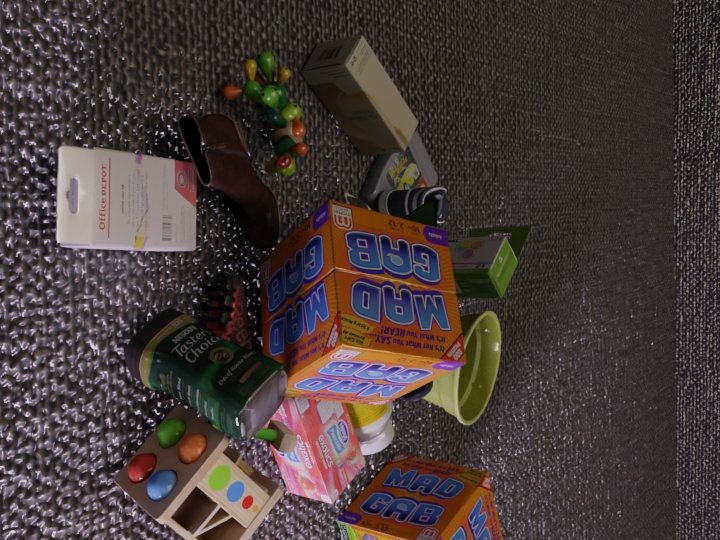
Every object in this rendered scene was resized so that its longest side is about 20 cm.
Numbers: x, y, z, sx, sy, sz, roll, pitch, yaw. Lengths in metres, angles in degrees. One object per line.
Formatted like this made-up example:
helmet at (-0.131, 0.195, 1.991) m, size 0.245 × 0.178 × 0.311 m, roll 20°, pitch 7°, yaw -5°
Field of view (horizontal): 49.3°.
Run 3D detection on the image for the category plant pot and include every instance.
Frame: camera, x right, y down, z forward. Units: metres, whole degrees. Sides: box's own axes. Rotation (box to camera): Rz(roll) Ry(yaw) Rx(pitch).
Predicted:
plant pot at (0.130, 0.153, 1.403) m, size 0.200 × 0.183 × 0.202 m, roll -29°, pitch 124°, yaw -54°

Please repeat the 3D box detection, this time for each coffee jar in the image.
coffee jar at (-0.198, 0.126, 0.994) m, size 0.104 × 0.199 × 0.086 m, roll -46°, pitch 151°, yaw -41°

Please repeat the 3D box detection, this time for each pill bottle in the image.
pill bottle at (-0.010, 0.201, 1.298) m, size 0.111 × 0.111 × 0.201 m, roll -43°, pitch 122°, yaw -42°

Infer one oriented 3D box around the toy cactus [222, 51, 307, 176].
toy cactus at (-0.124, -0.215, 1.158) m, size 0.165 × 0.102 × 0.201 m, roll 63°, pitch 3°, yaw -71°

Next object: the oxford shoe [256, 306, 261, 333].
oxford shoe at (-0.076, 0.073, 1.234) m, size 0.199 × 0.085 × 0.073 m, roll 5°, pitch 44°, yaw -34°

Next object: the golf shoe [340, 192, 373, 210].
golf shoe at (-0.054, -0.042, 1.284) m, size 0.088 × 0.077 × 0.200 m, roll 45°, pitch 63°, yaw 3°

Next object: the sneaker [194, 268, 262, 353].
sneaker at (-0.182, 0.100, 1.111) m, size 0.098 × 0.070 × 0.202 m, roll 3°, pitch 90°, yaw -51°

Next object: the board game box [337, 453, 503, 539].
board game box at (0.115, 0.479, 1.389) m, size 0.200 × 0.199 × 0.202 m, roll -36°, pitch 119°, yaw -45°

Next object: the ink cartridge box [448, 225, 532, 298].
ink cartridge box at (0.242, -0.041, 1.587) m, size 0.076 × 0.147 × 0.201 m, roll 56°, pitch 49°, yaw -34°

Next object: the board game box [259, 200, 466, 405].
board game box at (-0.004, 0.055, 1.085) m, size 0.199 × 0.200 × 0.201 m, roll 11°, pitch 60°, yaw -32°

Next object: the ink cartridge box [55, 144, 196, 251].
ink cartridge box at (-0.298, -0.084, 0.962) m, size 0.199 × 0.067 × 0.118 m, roll 2°, pitch 89°, yaw -53°

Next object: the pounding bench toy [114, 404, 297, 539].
pounding bench toy at (-0.190, 0.246, 1.025) m, size 0.200 × 0.124 × 0.156 m, roll -51°, pitch 129°, yaw -21°

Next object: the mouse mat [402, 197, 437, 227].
mouse mat at (0.064, -0.005, 1.218) m, size 0.007 × 0.200 × 0.162 m, roll 11°, pitch 65°, yaw -29°

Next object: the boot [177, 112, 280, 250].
boot at (-0.181, -0.115, 1.067) m, size 0.166 × 0.072 × 0.202 m, roll -33°, pitch 105°, yaw -75°

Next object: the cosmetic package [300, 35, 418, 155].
cosmetic package at (0.002, -0.287, 1.312) m, size 0.200 × 0.105 × 0.071 m, roll 48°, pitch 56°, yaw -39°

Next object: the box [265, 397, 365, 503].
box at (-0.079, 0.246, 1.224) m, size 0.103 × 0.094 × 0.201 m, roll -41°, pitch 122°, yaw -43°

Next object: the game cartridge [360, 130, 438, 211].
game cartridge at (0.074, -0.164, 1.461) m, size 0.134 × 0.041 × 0.201 m, roll 56°, pitch 49°, yaw -31°

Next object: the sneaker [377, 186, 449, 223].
sneaker at (0.131, -0.115, 1.418) m, size 0.199 × 0.108 × 0.071 m, roll -2°, pitch 93°, yaw -51°

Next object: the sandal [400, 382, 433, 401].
sandal at (0.049, 0.144, 1.331) m, size 0.076 × 0.200 × 0.043 m, roll -47°, pitch 140°, yaw 9°
